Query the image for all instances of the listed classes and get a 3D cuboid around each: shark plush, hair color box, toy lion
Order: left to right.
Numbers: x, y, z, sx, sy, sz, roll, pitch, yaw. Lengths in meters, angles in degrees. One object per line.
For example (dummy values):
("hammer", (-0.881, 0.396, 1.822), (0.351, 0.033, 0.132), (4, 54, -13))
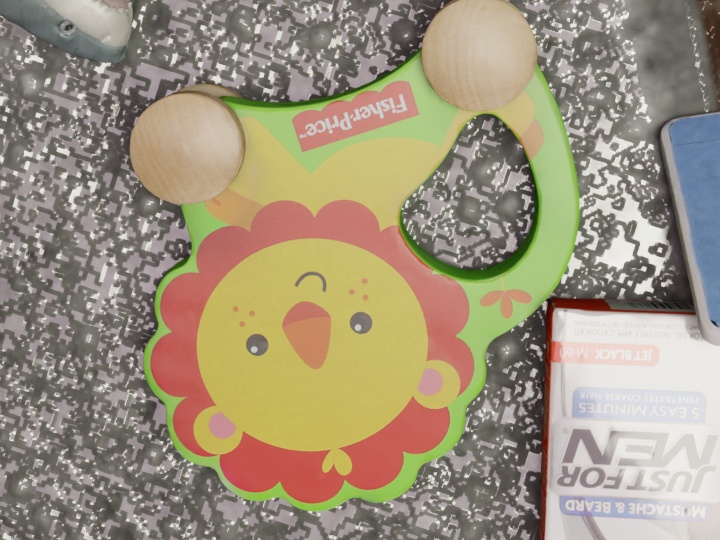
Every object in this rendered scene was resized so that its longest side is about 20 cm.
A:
("shark plush", (-0.194, -0.141, 0.803), (0.200, 0.091, 0.083), (6, 124, 0))
("toy lion", (0.000, 0.000, 0.797), (0.200, 0.069, 0.192), (-18, 98, 5))
("hair color box", (0.129, 0.114, 0.787), (0.111, 0.064, 0.200), (1, 94, 4))

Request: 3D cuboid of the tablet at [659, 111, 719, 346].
("tablet", (0.227, -0.029, 0.754), (0.200, 0.130, 0.014), (-8, 135, 6))
